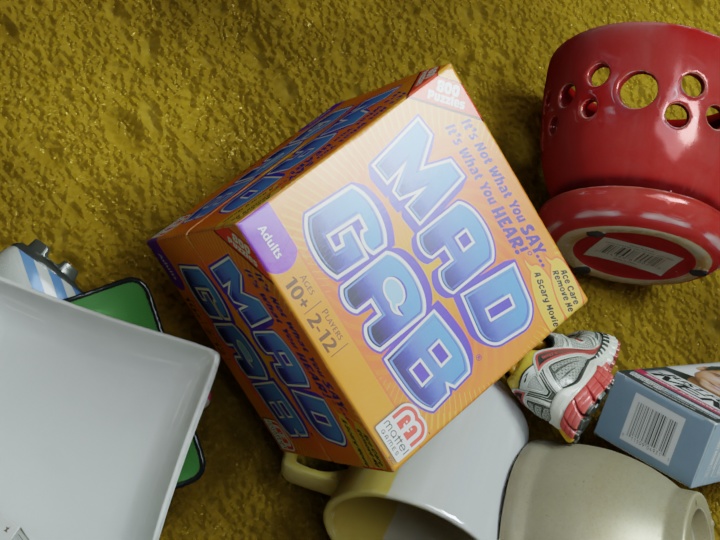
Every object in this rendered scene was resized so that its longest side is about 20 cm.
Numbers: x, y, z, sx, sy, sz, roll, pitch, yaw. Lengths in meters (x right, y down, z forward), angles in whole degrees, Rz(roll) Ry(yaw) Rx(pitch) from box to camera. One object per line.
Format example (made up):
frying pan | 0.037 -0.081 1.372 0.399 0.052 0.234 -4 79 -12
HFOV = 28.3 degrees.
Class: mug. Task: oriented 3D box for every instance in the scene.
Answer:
mug | 0.051 0.149 1.136 0.186 0.149 0.154 36 54 -14

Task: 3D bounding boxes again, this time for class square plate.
square plate | -0.219 0.124 1.024 0.198 0.028 0.201 17 85 11

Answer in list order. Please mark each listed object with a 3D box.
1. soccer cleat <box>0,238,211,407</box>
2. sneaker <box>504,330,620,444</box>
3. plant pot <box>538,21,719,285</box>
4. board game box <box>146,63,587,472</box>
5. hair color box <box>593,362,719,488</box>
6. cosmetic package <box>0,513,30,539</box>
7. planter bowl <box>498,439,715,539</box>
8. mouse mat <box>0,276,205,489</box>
soccer cleat | -0.211 0.063 1.104 0.199 0.070 0.087 37 76 -3
sneaker | 0.166 0.077 1.191 0.082 0.200 0.078 33 99 6
plant pot | 0.255 -0.097 1.274 0.198 0.200 0.185 16 69 -16
board game box | 0.000 0.000 1.051 0.199 0.199 0.201 -38 103 -22
hair color box | 0.295 0.127 1.215 0.199 0.098 0.061 2 111 -52
cosmetic package | -0.316 0.153 0.973 0.198 0.083 0.051 30 66 13
planter bowl | 0.203 0.234 1.113 0.200 0.133 0.203 -3 90 -65
mouse mat | -0.229 0.109 1.059 0.198 0.008 0.163 -18 88 -6
